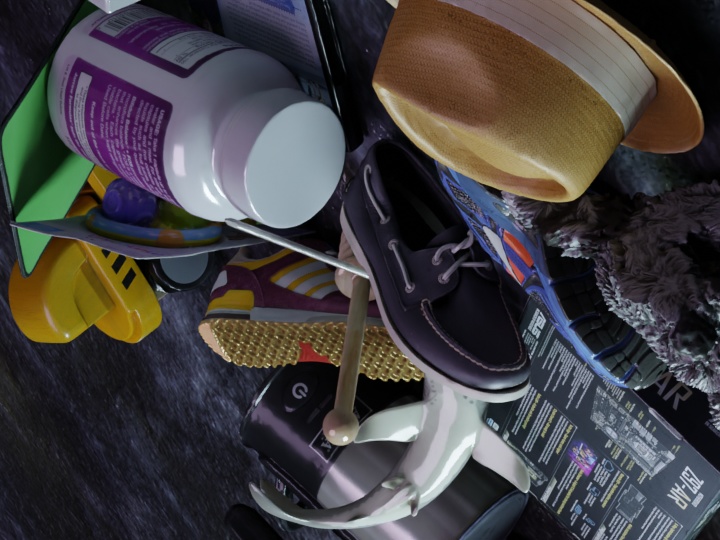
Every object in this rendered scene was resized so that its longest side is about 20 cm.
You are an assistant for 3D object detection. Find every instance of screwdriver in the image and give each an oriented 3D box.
[{"bbox_3d":[0.000,0.000,1.253,0.199,0.028,0.029,23,165,-35],"label":"screwdriver"}]

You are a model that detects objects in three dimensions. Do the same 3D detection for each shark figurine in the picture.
[{"bbox_3d":[0.032,0.119,1.306,0.128,0.090,0.214,43,114,-5],"label":"shark figurine"}]

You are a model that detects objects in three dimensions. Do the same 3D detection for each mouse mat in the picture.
[{"bbox_3d":[-0.200,-0.112,1.376,0.007,0.201,0.161,16,145,10],"label":"mouse mat"}]

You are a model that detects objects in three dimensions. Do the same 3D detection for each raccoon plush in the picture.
[{"bbox_3d":[0.176,0.016,1.062,0.200,0.096,0.134,44,166,46],"label":"raccoon plush"}]

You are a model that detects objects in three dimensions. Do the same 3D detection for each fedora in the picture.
[{"bbox_3d":[0.072,-0.092,0.999,0.200,0.082,0.201,29,170,6],"label":"fedora"}]

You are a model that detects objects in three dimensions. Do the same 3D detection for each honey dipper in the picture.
[{"bbox_3d":[-0.005,0.041,1.266,0.038,0.201,0.038,4,129,5],"label":"honey dipper"}]

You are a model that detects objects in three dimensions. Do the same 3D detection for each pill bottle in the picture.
[{"bbox_3d":[-0.104,-0.097,1.278,0.199,0.112,0.113,27,146,42],"label":"pill bottle"}]

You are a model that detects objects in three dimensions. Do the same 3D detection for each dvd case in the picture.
[{"bbox_3d":[-0.069,-0.178,1.265,0.142,0.018,0.201,28,145,40],"label":"dvd case"}]

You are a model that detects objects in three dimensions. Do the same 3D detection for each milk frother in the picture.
[{"bbox_3d":[0.015,0.166,1.476,0.188,0.181,0.200,42,-166,20],"label":"milk frother"}]

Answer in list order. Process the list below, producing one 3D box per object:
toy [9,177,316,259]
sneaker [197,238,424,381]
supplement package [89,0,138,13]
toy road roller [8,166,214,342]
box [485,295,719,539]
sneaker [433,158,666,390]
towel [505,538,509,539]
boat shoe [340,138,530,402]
[{"bbox_3d":[-0.131,-0.045,1.368,0.114,0.199,0.048,13,99,33],"label":"toy"},{"bbox_3d":[-0.015,0.019,1.380,0.198,0.091,0.075,5,147,22],"label":"sneaker"},{"bbox_3d":[-0.168,-0.262,1.176,0.200,0.119,0.122,34,138,32],"label":"supplement package"},{"bbox_3d":[-0.225,-0.030,1.567,0.123,0.146,0.201,-3,122,59],"label":"toy road roller"},{"bbox_3d":[0.155,0.103,1.236,0.160,0.043,0.200,43,154,16],"label":"box"},{"bbox_3d":[0.110,-0.019,1.135,0.201,0.075,0.078,57,164,7],"label":"sneaker"},{"bbox_3d":[0.083,0.281,1.419,0.199,0.191,0.032,24,152,44],"label":"towel"},{"bbox_3d":[0.046,-0.003,1.207,0.200,0.072,0.063,57,145,40],"label":"boat shoe"}]
